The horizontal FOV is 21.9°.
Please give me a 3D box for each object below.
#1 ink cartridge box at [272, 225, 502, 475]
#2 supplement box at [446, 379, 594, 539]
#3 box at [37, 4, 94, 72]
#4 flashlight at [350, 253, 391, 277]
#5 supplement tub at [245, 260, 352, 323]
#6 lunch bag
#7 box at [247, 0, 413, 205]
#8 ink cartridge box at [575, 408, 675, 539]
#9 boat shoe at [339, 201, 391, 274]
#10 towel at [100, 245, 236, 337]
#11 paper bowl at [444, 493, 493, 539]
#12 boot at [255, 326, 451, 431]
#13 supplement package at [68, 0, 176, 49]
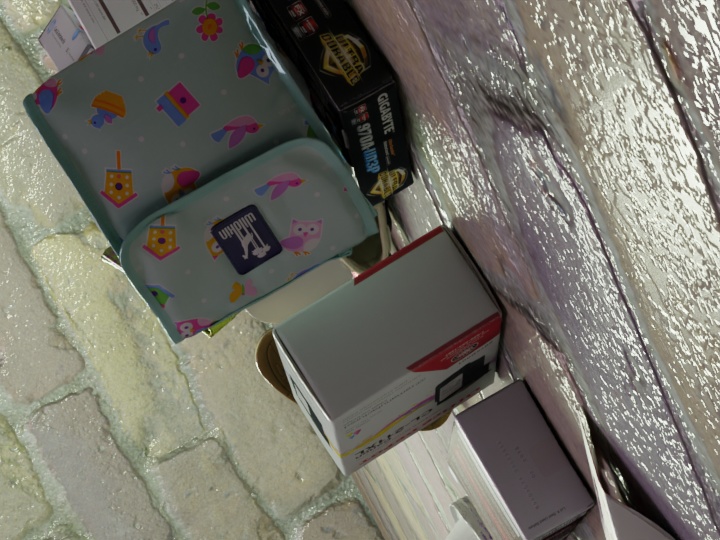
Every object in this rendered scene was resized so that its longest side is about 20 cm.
[{"bbox_3d":[0.024,0.064,1.370,0.083,0.145,0.200,56,173,16],"label":"ink cartridge box"},{"bbox_3d":[0.119,0.162,1.430,0.109,0.061,0.200,60,173,13],"label":"supplement box"},{"bbox_3d":[-0.172,-0.136,1.494,0.156,0.041,0.200,32,-173,-26],"label":"box"},{"bbox_3d":[0.000,0.000,1.616,0.201,0.068,0.068,64,172,-21],"label":"flashlight"},{"bbox_3d":[-0.099,-0.060,1.772,0.200,0.144,0.145,55,171,38],"label":"supplement tub"},{"bbox_3d":[-0.103,-0.071,1.242,0.201,0.170,0.122,60,180,-2],"label":"lunch bag"},{"bbox_3d":[-0.036,-0.159,1.303,0.200,0.046,0.159,58,173,23],"label":"box"},{"bbox_3d":[0.192,0.206,1.203,0.161,0.050,0.201,71,-173,-52],"label":"ink cartridge box"},{"bbox_3d":[-0.014,-0.055,1.456,0.200,0.071,0.063,65,-175,-68],"label":"boat shoe"},{"bbox_3d":[-0.153,-0.013,1.825,0.143,0.023,0.200,33,-148,8],"label":"towel"},{"bbox_3d":[0.138,0.289,1.649,0.201,0.104,0.201,59,175,9],"label":"paper bowl"},{"bbox_3d":[-0.021,0.081,1.766,0.199,0.072,0.155,18,-165,-21],"label":"boot"},{"bbox_3d":[-0.171,-0.255,1.459,0.156,0.111,0.200,60,-172,1],"label":"supplement package"}]
